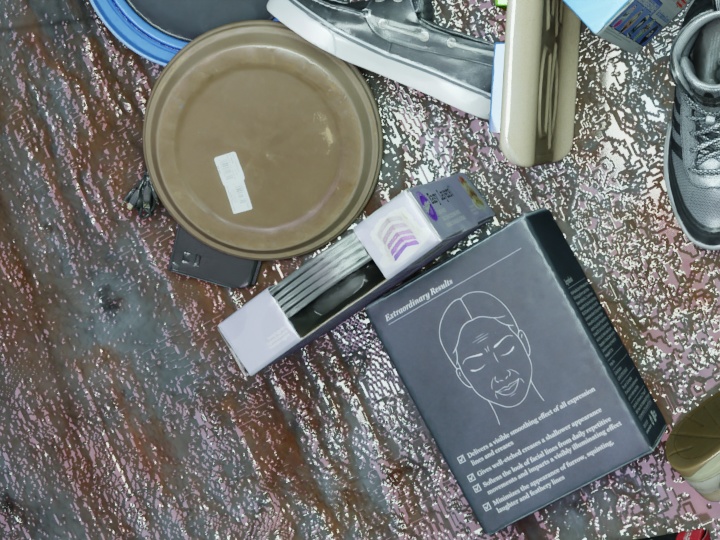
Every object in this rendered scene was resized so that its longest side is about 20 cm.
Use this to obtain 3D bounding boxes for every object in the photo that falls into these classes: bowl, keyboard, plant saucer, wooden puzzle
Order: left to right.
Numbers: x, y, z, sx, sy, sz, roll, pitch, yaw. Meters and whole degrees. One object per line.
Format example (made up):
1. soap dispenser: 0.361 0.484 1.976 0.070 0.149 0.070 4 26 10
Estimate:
1. bowl: -0.129 -0.263 1.250 0.198 0.039 0.203 2 112 4
2. keyboard: -0.124 -0.089 1.282 0.126 0.021 0.202 16 107 -3
3. plant saucer: -0.080 -0.101 1.252 0.198 0.030 0.202 0 109 1
4. wooden puzzle: 0.124 -0.171 1.128 0.046 0.200 0.187 4 96 16

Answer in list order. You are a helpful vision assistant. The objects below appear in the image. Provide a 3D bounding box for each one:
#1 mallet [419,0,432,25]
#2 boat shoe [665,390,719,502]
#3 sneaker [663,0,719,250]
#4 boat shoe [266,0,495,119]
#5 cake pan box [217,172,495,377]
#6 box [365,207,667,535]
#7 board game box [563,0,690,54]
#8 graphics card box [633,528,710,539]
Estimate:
1. mallet: 0.057 -0.263 1.231 0.065 0.041 0.202 -7 97 15
2. boat shoe: 0.326 0.101 1.167 0.200 0.072 0.065 -39 119 11
3. sneaker: 0.258 -0.113 1.138 0.075 0.114 0.202 3 96 17
4. boat shoe: 0.027 -0.187 1.200 0.198 0.072 0.068 24 107 0
5. cake pan box: 0.000 0.000 1.182 0.184 0.200 0.053 -37 87 19
6. box: 0.122 0.076 1.199 0.148 0.107 0.201 -29 87 17
7. board game box: 0.233 -0.247 1.090 0.196 0.200 0.056 -45 80 15
8. graphics card box: 0.189 0.284 1.226 0.198 0.051 0.127 -12 91 18
